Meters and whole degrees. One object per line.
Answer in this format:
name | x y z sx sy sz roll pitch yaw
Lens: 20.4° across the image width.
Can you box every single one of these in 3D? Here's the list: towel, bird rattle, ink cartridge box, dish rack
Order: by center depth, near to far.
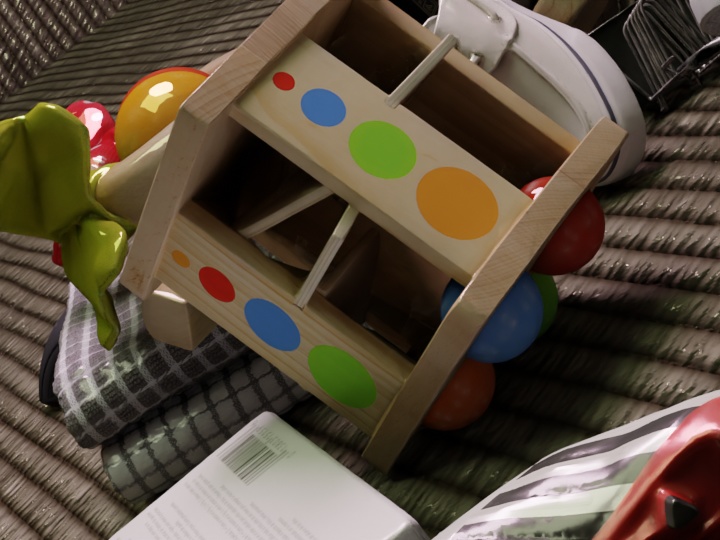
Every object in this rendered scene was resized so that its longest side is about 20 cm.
ink cartridge box | -0.065 0.138 0.751 0.173 0.044 0.200 -40 16 -9
dish rack | 0.183 -0.134 0.910 0.153 0.055 0.200 -35 0 2
bird rattle | -0.102 -0.048 0.971 0.163 0.113 0.200 -33 6 10
towel | -0.072 0.019 1.028 0.165 0.086 0.200 -35 16 4

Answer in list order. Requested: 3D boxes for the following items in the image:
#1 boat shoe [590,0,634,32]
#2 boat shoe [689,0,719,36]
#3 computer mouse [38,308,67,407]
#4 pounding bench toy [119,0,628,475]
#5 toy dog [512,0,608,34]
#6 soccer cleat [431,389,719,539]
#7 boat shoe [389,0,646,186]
boat shoe | 0.070 -0.123 1.153 0.201 0.072 0.061 -27 24 46
boat shoe | 0.215 -0.148 0.782 0.199 0.071 0.072 -19 -12 -7
computer mouse | -0.123 0.003 1.253 0.199 0.046 0.141 -29 19 25
pounding bench toy | 0.000 0.000 0.841 0.124 0.156 0.200 -49 -8 -37
toy dog | 0.112 -0.202 1.008 0.200 0.132 0.096 -39 2 40
soccer cleat | 0.048 0.098 0.595 0.200 0.069 0.085 -34 7 -2
boat shoe | 0.048 -0.106 0.961 0.066 0.200 0.072 -22 -30 -41
